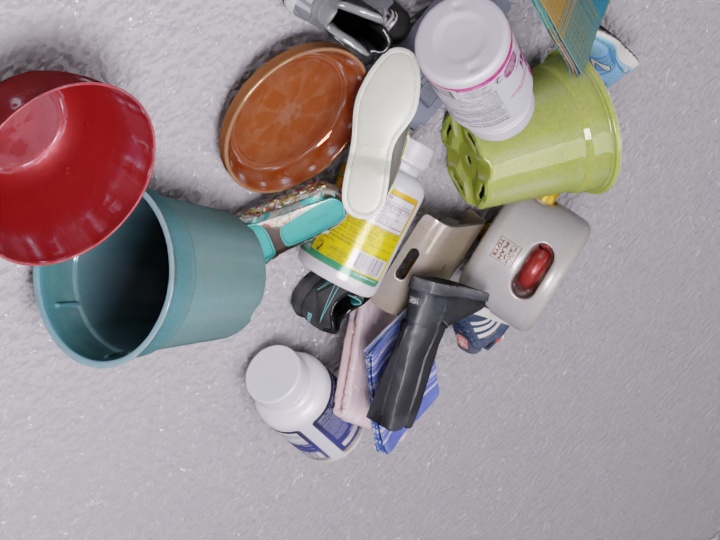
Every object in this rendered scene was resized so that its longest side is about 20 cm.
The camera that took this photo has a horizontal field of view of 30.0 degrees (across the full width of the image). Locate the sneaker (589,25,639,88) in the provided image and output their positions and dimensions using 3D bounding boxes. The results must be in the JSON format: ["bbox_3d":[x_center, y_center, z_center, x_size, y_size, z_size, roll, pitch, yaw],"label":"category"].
[{"bbox_3d":[0.311,-0.291,1.842,0.090,0.078,0.199,-52,145,11],"label":"sneaker"}]

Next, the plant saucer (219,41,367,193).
[{"bbox_3d":[-0.079,-0.179,1.557,0.199,0.032,0.201,-28,145,-22],"label":"plant saucer"}]

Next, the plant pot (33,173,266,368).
[{"bbox_3d":[-0.216,0.003,1.472,0.195,0.200,0.201,3,121,-56],"label":"plant pot"}]

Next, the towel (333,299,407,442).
[{"bbox_3d":[0.026,0.130,1.885,0.200,0.032,0.193,31,64,-58],"label":"towel"}]

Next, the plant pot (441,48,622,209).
[{"bbox_3d":[0.214,-0.170,1.776,0.183,0.201,0.202,-20,137,-17],"label":"plant pot"}]

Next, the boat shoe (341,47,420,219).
[{"bbox_3d":[0.023,-0.162,1.584,0.060,0.071,0.204,-47,152,-82],"label":"boat shoe"}]

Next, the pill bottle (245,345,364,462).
[{"bbox_3d":[-0.077,0.178,1.838,0.111,0.111,0.200,-45,145,-4],"label":"pill bottle"}]

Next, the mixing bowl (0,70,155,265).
[{"bbox_3d":[-0.312,-0.118,1.313,0.199,0.108,0.201,-29,141,-26],"label":"mixing bowl"}]

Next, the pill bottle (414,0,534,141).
[{"bbox_3d":[0.143,-0.234,1.600,0.114,0.113,0.200,-48,156,0],"label":"pill bottle"}]

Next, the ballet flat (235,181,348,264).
[{"bbox_3d":[-0.109,-0.053,1.618,0.198,0.064,0.076,-19,122,-6],"label":"ballet flat"}]

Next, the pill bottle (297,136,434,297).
[{"bbox_3d":[0.012,-0.079,1.681,0.112,0.112,0.202,20,99,-53],"label":"pill bottle"}]

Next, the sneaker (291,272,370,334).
[{"bbox_3d":[0.000,0.000,1.782,0.200,0.079,0.075,-49,143,-2],"label":"sneaker"}]

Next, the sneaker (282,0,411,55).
[{"bbox_3d":[0.010,-0.268,1.507,0.199,0.115,0.076,6,119,-49],"label":"sneaker"}]

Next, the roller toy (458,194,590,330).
[{"bbox_3d":[0.229,-0.023,1.917,0.183,0.139,0.201,-53,173,-36],"label":"roller toy"}]

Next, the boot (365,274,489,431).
[{"bbox_3d":[0.091,0.112,1.792,0.164,0.065,0.202,9,97,-51],"label":"boot"}]

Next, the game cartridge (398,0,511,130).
[{"bbox_3d":[0.101,-0.273,1.652,0.201,0.041,0.133,-51,151,4],"label":"game cartridge"}]

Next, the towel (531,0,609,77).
[{"bbox_3d":[0.253,-0.362,1.681,0.200,0.022,0.148,50,54,-42],"label":"towel"}]

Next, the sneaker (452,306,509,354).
[{"bbox_3d":[0.163,0.081,2.032,0.199,0.075,0.085,19,104,-53],"label":"sneaker"}]

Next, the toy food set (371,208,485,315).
[{"bbox_3d":[0.090,-0.019,1.847,0.144,0.060,0.200,-58,163,16],"label":"toy food set"}]

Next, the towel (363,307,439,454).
[{"bbox_3d":[0.062,0.143,1.843,0.145,0.024,0.201,-43,142,-34],"label":"towel"}]
